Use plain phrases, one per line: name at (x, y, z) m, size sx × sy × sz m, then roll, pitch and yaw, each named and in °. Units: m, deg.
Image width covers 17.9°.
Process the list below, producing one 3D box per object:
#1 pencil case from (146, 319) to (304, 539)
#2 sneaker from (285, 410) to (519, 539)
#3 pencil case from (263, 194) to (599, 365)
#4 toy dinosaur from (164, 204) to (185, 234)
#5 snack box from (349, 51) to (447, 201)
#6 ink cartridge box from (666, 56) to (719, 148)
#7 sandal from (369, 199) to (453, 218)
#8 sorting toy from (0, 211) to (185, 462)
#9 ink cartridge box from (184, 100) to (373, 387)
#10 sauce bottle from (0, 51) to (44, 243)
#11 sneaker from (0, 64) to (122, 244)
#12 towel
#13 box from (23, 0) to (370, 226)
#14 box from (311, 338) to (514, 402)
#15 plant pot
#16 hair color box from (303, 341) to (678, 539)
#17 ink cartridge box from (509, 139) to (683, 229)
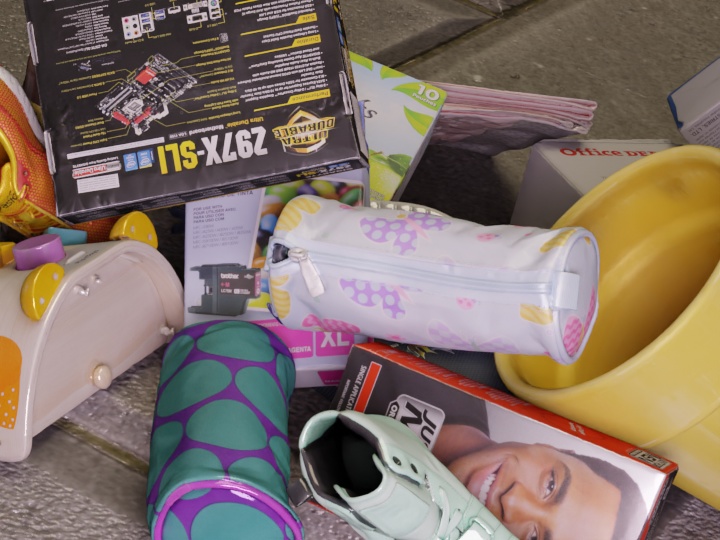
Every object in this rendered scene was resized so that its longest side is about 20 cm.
pencil case at (-0.077, 0.107, 1.337) m, size 0.092 × 0.085 × 0.200 m, roll 47°, pitch 17°, yaw -23°
sneaker at (0.039, 0.156, 1.245) m, size 0.200 × 0.074 × 0.118 m, roll 46°, pitch 8°, yaw 24°
pencil case at (0.043, 0.004, 1.369) m, size 0.200 × 0.083 × 0.091 m, roll 8°, pitch -19°, yaw 22°
toy dinosaur at (-0.056, -0.047, 1.687) m, size 0.181 × 0.105 × 0.200 m, roll -3°, pitch 65°, yaw -47°
snack box at (-0.056, -0.107, 1.597) m, size 0.200 × 0.053 × 0.142 m, roll 23°, pitch 43°, yaw 4°
ink cartridge box at (0.357, -0.095, 1.809) m, size 0.200 × 0.136 × 0.076 m, roll 46°, pitch 20°, yaw -20°
sandal at (0.003, -0.007, 1.512) m, size 0.202 × 0.083 × 0.050 m, roll 15°, pitch -16°, yaw 12°
sorting toy at (-0.234, 0.024, 1.433) m, size 0.180 × 0.107 × 0.200 m, roll 5°, pitch 22°, yaw 26°
ink cartridge box at (-0.053, -0.022, 1.478) m, size 0.119 × 0.042 × 0.200 m, roll -4°, pitch 66°, yaw 8°
sauce bottle at (-0.201, -0.112, 1.562) m, size 0.065 × 0.200 × 0.065 m, roll 13°, pitch 26°, yaw -6°
sneaker at (-0.216, -0.045, 1.506) m, size 0.200 × 0.073 × 0.077 m, roll 47°, pitch 37°, yaw -18°
towel at (0.057, -0.118, 1.777) m, size 0.191 × 0.032 × 0.200 m, roll 5°, pitch -4°, yaw -21°
box at (-0.107, -0.126, 1.462) m, size 0.200 × 0.160 × 0.049 m, roll -11°, pitch -7°, yaw 5°
box at (0.067, 0.054, 1.537) m, size 0.158 × 0.051 × 0.200 m, roll 33°, pitch 35°, yaw 33°
plant pot at (0.217, 0.055, 1.438) m, size 0.189 × 0.201 × 0.201 m, roll 43°, pitch 17°, yaw -25°
hair color box at (0.075, 0.124, 1.347) m, size 0.200 × 0.102 × 0.061 m, roll 21°, pitch 5°, yaw 14°
ink cartridge box at (0.225, -0.016, 1.707) m, size 0.146 × 0.086 × 0.200 m, roll -2°, pitch 30°, yaw -28°
